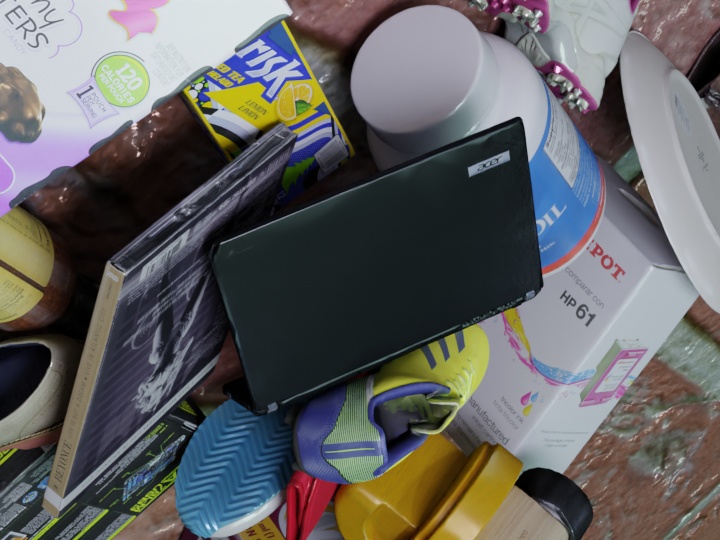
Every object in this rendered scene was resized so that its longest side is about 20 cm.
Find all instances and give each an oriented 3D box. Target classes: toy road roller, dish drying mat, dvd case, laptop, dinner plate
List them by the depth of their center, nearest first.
[{"bbox_3d":[-0.103,0.028,0.863,0.149,0.016,0.200,-45,164,-44],"label":"dvd case"},{"bbox_3d":[0.000,0.000,0.914,0.177,0.104,0.200,-22,-174,-11],"label":"laptop"},{"bbox_3d":[0.002,0.085,1.051,0.077,0.018,0.200,94,21,-49],"label":"dish drying mat"},{"bbox_3d":[0.046,0.181,1.087,0.123,0.146,0.200,-48,177,-38],"label":"toy road roller"},{"bbox_3d":[0.222,-0.069,1.090,0.024,0.201,0.200,-21,154,24],"label":"dinner plate"}]

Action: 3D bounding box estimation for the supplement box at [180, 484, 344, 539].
[{"bbox_3d":[-0.023,0.224,1.227,0.200,0.131,0.103,-8,135,-41],"label":"supplement box"}]

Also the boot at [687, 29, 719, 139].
[{"bbox_3d":[0.284,-0.094,1.252,0.166,0.072,0.200,9,125,-35],"label":"boot"}]

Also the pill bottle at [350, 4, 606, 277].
[{"bbox_3d":[0.071,-0.077,0.995,0.112,0.112,0.200,-44,146,4],"label":"pill bottle"}]

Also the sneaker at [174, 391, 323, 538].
[{"bbox_3d":[-0.047,0.104,1.070,0.200,0.076,0.081,-49,158,-33],"label":"sneaker"}]

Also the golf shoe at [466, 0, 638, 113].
[{"bbox_3d":[0.113,-0.177,0.976,0.092,0.075,0.200,-55,149,-7],"label":"golf shoe"}]

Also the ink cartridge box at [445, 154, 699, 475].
[{"bbox_3d":[0.127,0.029,1.142,0.085,0.145,0.200,8,123,-48],"label":"ink cartridge box"}]

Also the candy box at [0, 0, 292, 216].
[{"bbox_3d":[-0.157,-0.126,0.678,0.200,0.072,0.168,-34,127,4],"label":"candy box"}]

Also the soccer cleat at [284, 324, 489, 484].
[{"bbox_3d":[0.037,0.080,0.989,0.200,0.083,0.065,-26,109,-53],"label":"soccer cleat"}]

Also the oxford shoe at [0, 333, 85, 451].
[{"bbox_3d":[-0.236,0.081,0.879,0.200,0.071,0.074,-27,159,5],"label":"oxford shoe"}]

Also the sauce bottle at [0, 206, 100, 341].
[{"bbox_3d":[-0.191,-0.003,0.855,0.066,0.066,0.200,-41,154,0],"label":"sauce bottle"}]

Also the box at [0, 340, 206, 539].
[{"bbox_3d":[-0.197,0.141,1.000,0.200,0.048,0.193,-42,163,1],"label":"box"}]

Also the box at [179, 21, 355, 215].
[{"bbox_3d":[-0.072,-0.115,0.846,0.064,0.070,0.200,-36,146,-4],"label":"box"}]
